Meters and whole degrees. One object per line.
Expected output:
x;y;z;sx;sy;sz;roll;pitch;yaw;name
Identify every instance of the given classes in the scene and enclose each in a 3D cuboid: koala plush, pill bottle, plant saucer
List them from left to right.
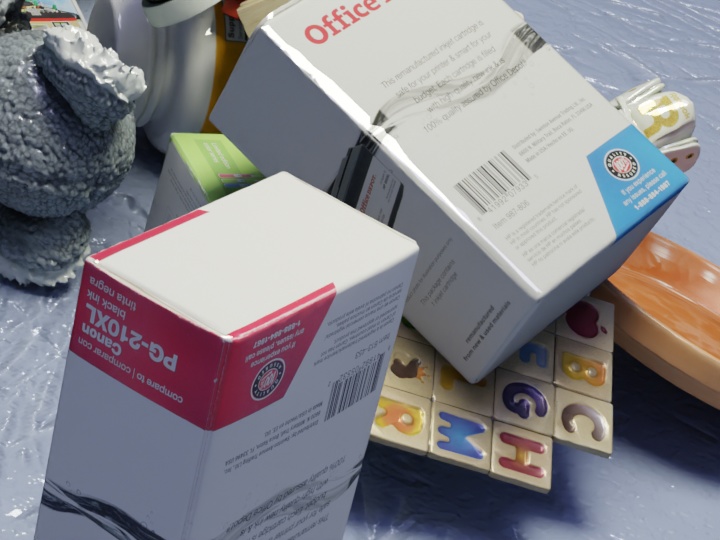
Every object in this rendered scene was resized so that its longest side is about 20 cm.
-0.195;-0.099;1.509;0.184;0.177;0.200;-10;48;-44;koala plush
-0.060;-0.118;1.665;0.200;0.109;0.109;4;32;-21;pill bottle
0.192;0.034;1.569;0.200;0.032;0.200;29;17;-9;plant saucer

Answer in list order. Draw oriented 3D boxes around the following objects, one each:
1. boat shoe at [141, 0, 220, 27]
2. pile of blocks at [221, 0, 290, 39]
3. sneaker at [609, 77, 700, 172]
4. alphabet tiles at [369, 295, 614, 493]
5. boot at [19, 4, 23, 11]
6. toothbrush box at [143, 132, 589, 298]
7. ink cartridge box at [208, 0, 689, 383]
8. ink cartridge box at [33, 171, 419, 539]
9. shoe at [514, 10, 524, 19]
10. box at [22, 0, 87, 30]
-0.091;-0.200;1.537;0.076;0.060;0.200;-21;24;10;boat shoe
-0.043;-0.140;1.589;0.062;0.082;0.200;-21;45;14;pile of blocks
0.135;-0.080;1.605;0.074;0.116;0.200;61;3;11;sneaker
0.039;0.027;1.426;0.200;0.006;0.166;18;48;-14;alphabet tiles
-0.245;-0.243;1.632;0.131;0.200;0.068;13;5;-16;boot
0.000;0.000;1.517;0.200;0.086;0.146;-1;36;-27;toothbrush box
0.045;-0.063;1.439;0.200;0.084;0.145;45;47;10;ink cartridge box
-0.065;0.076;1.241;0.084;0.200;0.145;29;31;25;ink cartridge box
0.017;-0.149;1.814;0.200;0.053;0.070;1;33;-25;shoe
-0.266;-0.147;1.685;0.200;0.035;0.110;2;32;-24;box
